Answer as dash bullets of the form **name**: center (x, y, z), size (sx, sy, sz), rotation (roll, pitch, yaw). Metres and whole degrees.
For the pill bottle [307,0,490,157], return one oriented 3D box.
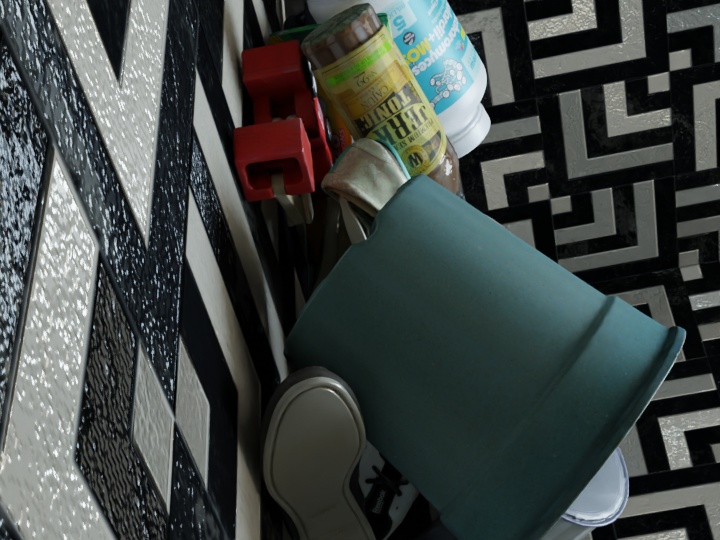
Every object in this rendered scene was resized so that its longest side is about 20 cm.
- **pill bottle**: center (0.044, -0.195, 1.271), size (0.201, 0.110, 0.111), rotation (54, 19, -32)

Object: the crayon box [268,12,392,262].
- **crayon box**: center (-0.010, -0.107, 1.171), size (0.118, 0.058, 0.203), rotation (8, -68, 61)

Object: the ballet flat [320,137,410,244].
- **ballet flat**: center (0.038, -0.001, 1.005), size (0.201, 0.062, 0.067), rotation (55, -23, -14)

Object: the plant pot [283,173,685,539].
- **plant pot**: center (0.067, 0.057, 0.890), size (0.195, 0.201, 0.200), rotation (38, 3, 5)

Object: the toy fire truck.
- **toy fire truck**: center (-0.051, -0.086, 1.025), size (0.201, 0.048, 0.143), rotation (71, 11, -62)

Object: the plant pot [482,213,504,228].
- **plant pot**: center (0.052, 0.046, 1.253), size (0.134, 0.198, 0.204), rotation (-16, 96, -64)

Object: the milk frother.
- **milk frother**: center (0.123, 0.230, 1.052), size (0.200, 0.188, 0.181), rotation (41, 41, 0)

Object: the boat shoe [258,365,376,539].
- **boat shoe**: center (-0.030, 0.116, 0.855), size (0.201, 0.066, 0.057), rotation (81, -13, -47)

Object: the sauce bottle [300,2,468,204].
- **sauce bottle**: center (0.032, -0.096, 1.028), size (0.201, 0.064, 0.065), rotation (57, 12, -16)

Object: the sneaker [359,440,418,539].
- **sneaker**: center (0.031, 0.134, 1.024), size (0.080, 0.073, 0.202), rotation (-71, -177, -61)

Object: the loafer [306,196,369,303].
- **loafer**: center (0.000, 0.000, 1.058), size (0.076, 0.066, 0.203), rotation (95, 7, -71)

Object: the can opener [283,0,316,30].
- **can opener**: center (-0.059, -0.232, 1.292), size (0.067, 0.053, 0.202), rotation (30, 41, -39)
